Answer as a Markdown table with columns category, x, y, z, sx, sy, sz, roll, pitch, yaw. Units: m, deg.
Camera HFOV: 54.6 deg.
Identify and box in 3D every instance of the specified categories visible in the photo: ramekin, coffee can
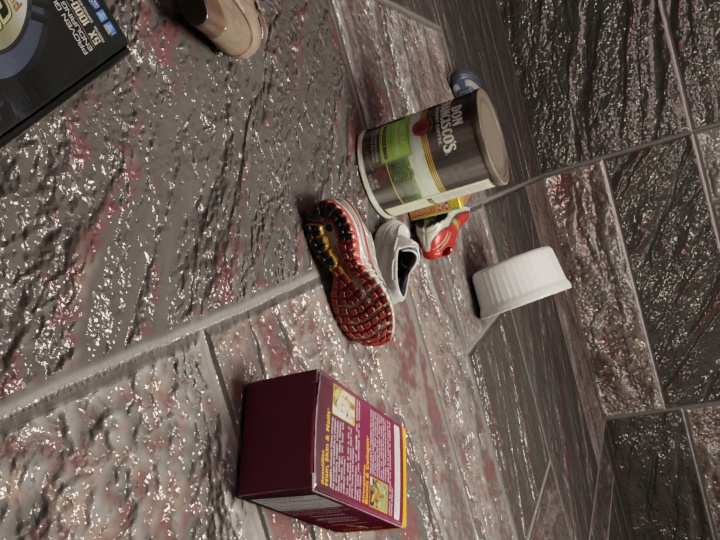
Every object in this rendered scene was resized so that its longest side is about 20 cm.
| category | x | y | z | sx | sy | sz | roll | pitch | yaw |
| --- | --- | --- | --- | --- | --- | --- | --- | --- | --- |
| ramekin | 0.331 | 0.024 | 1.467 | 0.200 | 0.198 | 0.099 | -2 | 71 | -65 |
| coffee can | 0.113 | -0.177 | 1.081 | 0.146 | 0.197 | 0.148 | 43 | 40 | -50 |

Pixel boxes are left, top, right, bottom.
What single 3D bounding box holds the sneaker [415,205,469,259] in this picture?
| category | x | y | z | sx | sy | sz | roll | pitch | yaw |
| --- | --- | --- | --- | --- | --- | --- | --- | --- | --- |
| sneaker | 0.149 | -0.070 | 1.280 | 0.200 | 0.076 | 0.086 | -34 | 119 | -58 |

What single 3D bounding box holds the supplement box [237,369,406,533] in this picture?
| category | x | y | z | sx | sy | sz | roll | pitch | yaw |
| --- | --- | --- | --- | --- | --- | --- | --- | --- | --- |
| supplement box | -0.030 | 0.190 | 0.707 | 0.200 | 0.085 | 0.112 | 45 | 39 | -50 |

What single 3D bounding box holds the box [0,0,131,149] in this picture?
| category | x | y | z | sx | sy | sz | roll | pitch | yaw |
| --- | --- | --- | --- | --- | --- | --- | --- | --- | --- |
| box | -0.256 | -0.179 | 0.411 | 0.202 | 0.085 | 0.165 | 63 | 28 | -27 |

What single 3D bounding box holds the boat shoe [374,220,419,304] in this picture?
| category | x | y | z | sx | sy | sz | roll | pitch | yaw |
| --- | --- | --- | --- | --- | --- | --- | --- | --- | --- |
| boat shoe | 0.054 | -0.015 | 1.023 | 0.073 | 0.068 | 0.201 | 66 | 26 | -21 |

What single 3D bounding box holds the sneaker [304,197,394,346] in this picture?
| category | x | y | z | sx | sy | sz | roll | pitch | yaw |
| --- | --- | --- | --- | --- | --- | --- | --- | --- | --- |
| sneaker | 0.000 | 0.000 | 0.887 | 0.082 | 0.077 | 0.203 | -40 | 114 | -65 |

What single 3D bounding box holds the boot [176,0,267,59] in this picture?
| category | x | y | z | sx | sy | sz | roll | pitch | yaw |
| --- | --- | --- | --- | --- | --- | --- | --- | --- | --- |
| boot | -0.162 | -0.322 | 0.733 | 0.146 | 0.069 | 0.203 | -38 | 113 | -71 |

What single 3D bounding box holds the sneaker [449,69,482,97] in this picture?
| category | x | y | z | sx | sy | sz | roll | pitch | yaw |
| --- | --- | --- | --- | --- | --- | --- | --- | --- | --- |
| sneaker | 0.279 | -0.410 | 1.730 | 0.200 | 0.069 | 0.083 | 43 | 37 | -48 |

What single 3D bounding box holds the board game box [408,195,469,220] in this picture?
| category | x | y | z | sx | sy | sz | roll | pitch | yaw |
| --- | --- | --- | --- | --- | --- | --- | --- | --- | --- |
| board game box | 0.158 | -0.141 | 1.286 | 0.200 | 0.094 | 0.030 | -45 | 120 | -63 |
